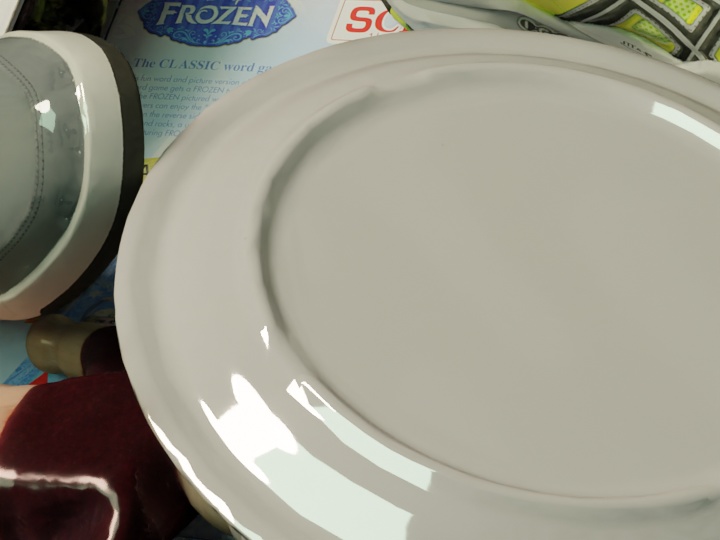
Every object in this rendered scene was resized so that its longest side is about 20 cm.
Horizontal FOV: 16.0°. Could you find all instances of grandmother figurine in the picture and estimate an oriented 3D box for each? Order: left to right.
[{"bbox_3d":[-0.085,0.051,0.651,0.199,0.061,0.122,-3,51,19],"label":"grandmother figurine"}]

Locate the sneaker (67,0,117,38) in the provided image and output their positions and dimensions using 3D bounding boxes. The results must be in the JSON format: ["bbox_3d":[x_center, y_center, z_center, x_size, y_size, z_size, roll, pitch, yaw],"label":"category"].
[{"bbox_3d":[-0.063,-0.105,0.867,0.090,0.066,0.201,32,88,36],"label":"sneaker"}]

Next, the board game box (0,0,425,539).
[{"bbox_3d":[0.000,0.000,0.721,0.199,0.041,0.200,5,58,23],"label":"board game box"}]

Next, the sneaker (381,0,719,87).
[{"bbox_3d":[0.086,-0.091,0.681,0.199,0.077,0.076,7,56,22],"label":"sneaker"}]

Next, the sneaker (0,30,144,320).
[{"bbox_3d":[-0.151,-0.026,0.658,0.199,0.120,0.084,-10,82,52],"label":"sneaker"}]

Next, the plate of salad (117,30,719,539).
[{"bbox_3d":[0.042,0.016,0.602,0.199,0.048,0.201,5,44,-5],"label":"plate of salad"}]

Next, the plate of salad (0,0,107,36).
[{"bbox_3d":[-0.103,-0.086,0.794,0.200,0.048,0.201,-158,90,-77],"label":"plate of salad"}]
